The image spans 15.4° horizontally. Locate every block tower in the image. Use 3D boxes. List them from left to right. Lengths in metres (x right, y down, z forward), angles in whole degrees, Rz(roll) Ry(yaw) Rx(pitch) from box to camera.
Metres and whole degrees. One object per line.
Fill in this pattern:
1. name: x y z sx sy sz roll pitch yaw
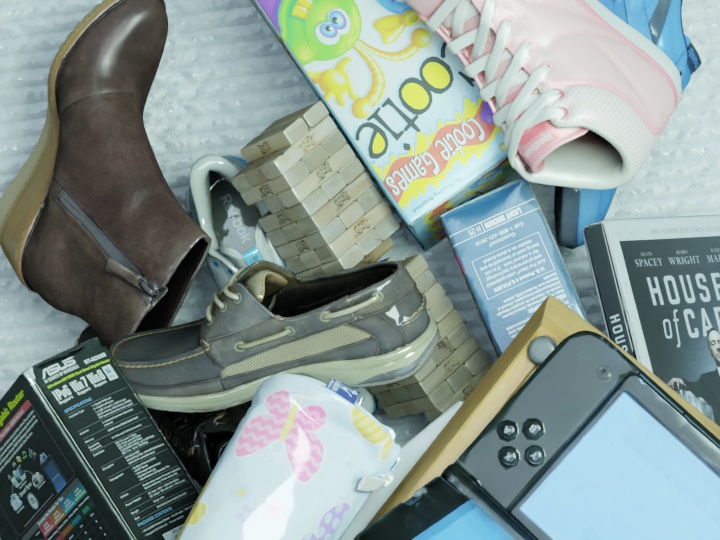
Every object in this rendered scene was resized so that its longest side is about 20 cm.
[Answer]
1. block tower: 0.000 0.000 1.608 0.054 0.058 0.200 -40 102 -32

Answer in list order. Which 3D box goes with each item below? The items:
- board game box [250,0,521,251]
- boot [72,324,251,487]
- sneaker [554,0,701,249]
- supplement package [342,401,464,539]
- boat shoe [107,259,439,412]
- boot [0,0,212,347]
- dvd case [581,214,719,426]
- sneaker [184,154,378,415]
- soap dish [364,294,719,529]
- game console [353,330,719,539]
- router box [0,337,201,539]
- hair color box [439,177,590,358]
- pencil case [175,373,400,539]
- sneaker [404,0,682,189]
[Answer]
1. board game box: 0.020 -0.129 1.640 0.103 0.105 0.200 -34 79 1
2. boot: -0.099 0.086 1.607 0.200 0.138 0.078 34 87 11
3. sneaker: 0.167 -0.107 1.634 0.078 0.066 0.201 14 80 -2
4. supplement package: 0.081 0.194 1.576 0.121 0.120 0.200 -38 79 3
5. boat shoe: -0.055 0.030 1.556 0.199 0.075 0.074 -9 114 9
6. boot: -0.137 -0.059 1.640 0.166 0.072 0.201 37 102 39
7. dvd case: 0.208 0.066 1.575 0.025 0.150 0.201 -22 77 44
8. sneaker: -0.057 0.015 1.639 0.075 0.087 0.201 -31 80 0
9. soap dish: 0.102 0.136 1.476 0.157 0.081 0.200 39 90 13
10. game console: 0.126 0.149 1.369 0.200 0.118 0.171 42 92 12
11. router box: -0.176 0.154 1.586 0.062 0.200 0.150 -26 76 -41
12. hair color box: 0.116 0.053 1.603 0.060 0.100 0.201 -24 79 4
13. pencil case: -0.056 0.156 1.468 0.090 0.083 0.201 31 71 -5
14. sneaker: 0.091 -0.121 1.535 0.200 0.075 0.105 33 48 -10
